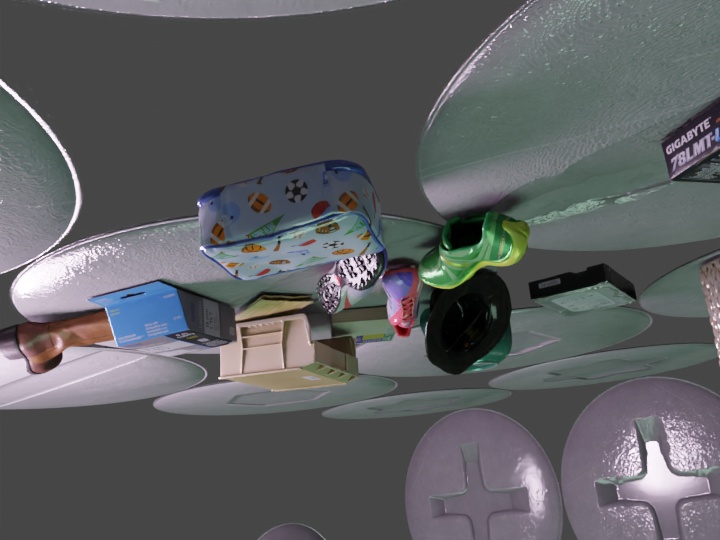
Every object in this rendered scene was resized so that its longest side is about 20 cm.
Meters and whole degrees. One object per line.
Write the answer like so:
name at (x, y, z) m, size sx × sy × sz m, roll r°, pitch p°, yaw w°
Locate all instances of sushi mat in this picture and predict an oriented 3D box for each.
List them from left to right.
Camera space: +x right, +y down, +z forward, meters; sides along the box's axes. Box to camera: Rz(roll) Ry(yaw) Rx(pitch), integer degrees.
sushi mat at (-0.164, 0.075, 1.212) m, size 0.094 × 0.012 × 0.199 m, roll 2°, pitch 161°, yaw -30°

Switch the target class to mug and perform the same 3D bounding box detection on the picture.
mug at (0.195, 0.127, 1.322) m, size 0.180 × 0.117 × 0.152 m, roll -4°, pitch 163°, yaw -6°

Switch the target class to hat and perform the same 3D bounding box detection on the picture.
hat at (0.163, 0.072, 1.178) m, size 0.197 × 0.081 × 0.205 m, roll -19°, pitch 127°, yaw -26°

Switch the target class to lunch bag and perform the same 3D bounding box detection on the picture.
lunch bag at (-0.075, -0.047, 0.761) m, size 0.195 × 0.077 × 0.160 m, roll -10°, pitch 164°, yaw 10°

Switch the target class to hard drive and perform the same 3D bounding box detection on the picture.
hard drive at (0.399, 0.040, 1.249) m, size 0.137 × 0.039 × 0.198 m, roll -16°, pitch 161°, yaw 31°

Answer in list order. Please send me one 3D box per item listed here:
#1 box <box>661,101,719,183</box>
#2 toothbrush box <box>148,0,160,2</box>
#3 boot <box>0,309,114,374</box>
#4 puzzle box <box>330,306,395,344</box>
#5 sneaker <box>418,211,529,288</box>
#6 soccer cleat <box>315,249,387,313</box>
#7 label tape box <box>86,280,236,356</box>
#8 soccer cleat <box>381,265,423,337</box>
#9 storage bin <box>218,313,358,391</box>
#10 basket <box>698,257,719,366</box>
box at (0.434, -0.142, 0.668) m, size 0.195 × 0.051 × 0.199 m, roll 0°, pitch 161°, yaw -17°
toothbrush box at (-0.140, -0.198, 0.243) m, size 0.143 × 0.087 × 0.200 m, roll -1°, pitch 161°, yaw -17°
boot at (-0.479, 0.113, 1.189) m, size 0.195 × 0.070 × 0.189 m, roll -13°, pitch 155°, yaw -4°
puzzle box at (0.006, 0.109, 1.356) m, size 0.130 × 0.026 × 0.200 m, roll -5°, pitch 163°, yaw -5°
sneaker at (0.131, -0.035, 0.900) m, size 0.083 × 0.075 × 0.199 m, roll 29°, pitch 152°, yaw -19°
soccer cleat at (0.000, 0.000, 0.972) m, size 0.072 × 0.069 × 0.200 m, roll -24°, pitch 168°, yaw -29°
label tape box at (-0.309, 0.083, 1.106) m, size 0.141 × 0.065 × 0.199 m, roll -13°, pitch 161°, yaw 21°
soccer cleat at (0.068, 0.049, 1.101) m, size 0.065 × 0.078 × 0.200 m, roll -6°, pitch 163°, yaw 1°
storage bin at (-0.127, 0.154, 1.275) m, size 0.194 × 0.096 × 0.200 m, roll -10°, pitch 160°, yaw 21°
basket at (0.690, 0.060, 1.139) m, size 0.195 × 0.203 × 0.161 m, roll -2°, pitch 165°, yaw -14°
